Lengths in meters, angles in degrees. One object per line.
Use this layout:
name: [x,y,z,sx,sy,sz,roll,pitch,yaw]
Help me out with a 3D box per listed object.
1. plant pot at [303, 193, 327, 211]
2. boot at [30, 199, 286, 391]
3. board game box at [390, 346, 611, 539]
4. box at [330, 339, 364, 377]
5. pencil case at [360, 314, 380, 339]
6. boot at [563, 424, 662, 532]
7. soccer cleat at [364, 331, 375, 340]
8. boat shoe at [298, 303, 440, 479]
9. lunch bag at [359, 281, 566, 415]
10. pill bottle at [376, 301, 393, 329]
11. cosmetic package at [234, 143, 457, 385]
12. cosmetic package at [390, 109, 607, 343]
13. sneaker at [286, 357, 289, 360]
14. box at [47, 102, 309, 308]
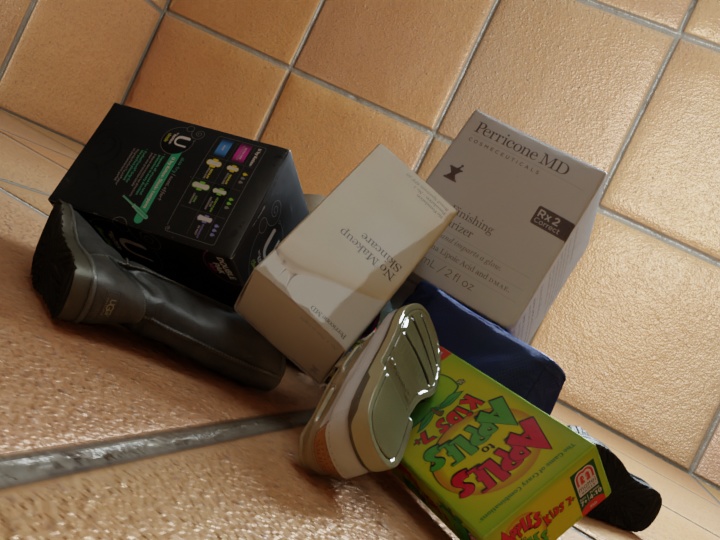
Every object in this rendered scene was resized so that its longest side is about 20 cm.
plant pot: [-0.082,0.007,1.181,0.197,0.202,0.136,26,33,-12]
boot: [-0.172,0.023,0.676,0.197,0.074,0.182,19,19,-37]
board game box: [0.082,0.136,0.601,0.199,0.101,0.048,29,-32,60]
box: [-0.026,0.105,1.006,0.116,0.049,0.200,27,-1,-21]
pencil case: [0.000,0.000,0.938,0.086,0.091,0.201,56,25,-17]
boot: [0.265,0.236,0.981,0.210,0.080,0.158,39,2,-32]
soccer cleat: [-0.002,0.095,1.225,0.068,0.074,0.199,25,3,-39]
boat shoe: [0.010,0.084,0.601,0.076,0.067,0.200,67,25,-10]
lunch bag: [0.086,0.119,0.779,0.198,0.133,0.136,31,-16,18]
pill bottle: [0.104,0.103,0.968,0.201,0.114,0.113,50,11,25]
cosmetic package: [-0.008,-0.011,0.697,0.103,0.201,0.073,39,-39,1]
cosmetic package: [0.144,-0.026,0.863,0.163,0.202,0.166,29,-17,20]
sneaker: [-0.122,0.043,0.857,0.197,0.076,0.090,24,2,-32]
box: [-0.162,-0.048,0.754,0.196,0.126,0.150,17,-27,17]
